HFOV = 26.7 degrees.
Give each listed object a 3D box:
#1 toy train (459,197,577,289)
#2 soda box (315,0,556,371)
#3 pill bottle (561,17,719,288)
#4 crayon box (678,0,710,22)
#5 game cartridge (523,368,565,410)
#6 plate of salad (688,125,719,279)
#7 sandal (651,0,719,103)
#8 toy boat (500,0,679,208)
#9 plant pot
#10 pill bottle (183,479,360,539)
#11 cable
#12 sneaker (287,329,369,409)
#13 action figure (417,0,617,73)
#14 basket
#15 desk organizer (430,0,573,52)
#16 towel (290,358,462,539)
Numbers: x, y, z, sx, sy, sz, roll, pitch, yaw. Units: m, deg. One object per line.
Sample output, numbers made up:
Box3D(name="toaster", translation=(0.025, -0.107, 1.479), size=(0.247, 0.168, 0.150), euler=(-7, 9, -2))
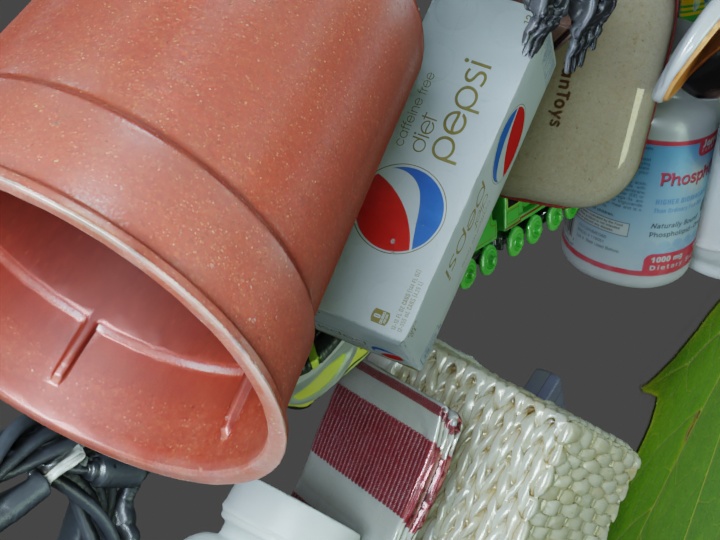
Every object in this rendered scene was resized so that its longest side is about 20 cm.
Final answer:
Box3D(name="toy train", translation=(0.106, -0.042, 1.115), size=(0.200, 0.042, 0.057), euler=(-31, 126, -49))
Box3D(name="soda box", translation=(0.039, -0.052, 0.830), size=(0.201, 0.068, 0.064), euler=(-65, 162, -13))
Box3D(name="pill bottle", translation=(0.227, -0.096, 1.215), size=(0.109, 0.108, 0.201), euler=(-35, 139, -46))
Box3D(name="crayon box", translation=(0.287, -0.287, 1.243), size=(0.200, 0.051, 0.126), euler=(-48, 147, -34))
Box3D(name="game cartridge", translation=(0.125, 0.197, 1.336), size=(0.200, 0.038, 0.130), euler=(-54, 154, -25))
Box3D(name="plate of salad", translation=(0.304, -0.091, 1.258), size=(0.048, 0.200, 0.201), euler=(-19, 128, -39))
Box3D(name="sandal", translation=(0.268, -0.164, 0.982), size=(0.206, 0.059, 0.079), euler=(-40, 166, -30))
Box3D(name="toy boat", translation=(0.138, -0.150, 1.032), size=(0.131, 0.130, 0.201), euler=(-82, -177, -68))
Box3D(name="plant pot", translation=(-0.077, -0.050, 0.626), size=(0.196, 0.200, 0.201), euler=(-61, 153, -29))
Box3D(name="pill bottle", translation=(-0.081, 0.227, 0.895), size=(0.201, 0.112, 0.112), euler=(-61, 152, -10))
Box3D(name="cable", translation=(-0.177, 0.172, 0.747), size=(0.201, 0.051, 0.163), euler=(-65, 153, -3))
Box3D(name="sneaker", translation=(0.000, 0.000, 0.931), size=(0.200, 0.075, 0.077), euler=(-45, 157, -22))
Box3D(name="action figure", translation=(0.016, -0.159, 0.702), size=(0.119, 0.200, 0.102), euler=(-13, 134, -58))
Box3D(name="basket", translation=(0.075, 0.167, 1.085), size=(0.199, 0.160, 0.200), euler=(-65, 151, -3))
Box3D(name="desk organizer", translation=(0.101, -0.234, 0.913), size=(0.072, 0.077, 0.201), euler=(139, -36, -75))
Box3D(name="towel", translation=(-0.008, 0.163, 0.965), size=(0.023, 0.144, 0.201), euler=(21, 91, -29))
